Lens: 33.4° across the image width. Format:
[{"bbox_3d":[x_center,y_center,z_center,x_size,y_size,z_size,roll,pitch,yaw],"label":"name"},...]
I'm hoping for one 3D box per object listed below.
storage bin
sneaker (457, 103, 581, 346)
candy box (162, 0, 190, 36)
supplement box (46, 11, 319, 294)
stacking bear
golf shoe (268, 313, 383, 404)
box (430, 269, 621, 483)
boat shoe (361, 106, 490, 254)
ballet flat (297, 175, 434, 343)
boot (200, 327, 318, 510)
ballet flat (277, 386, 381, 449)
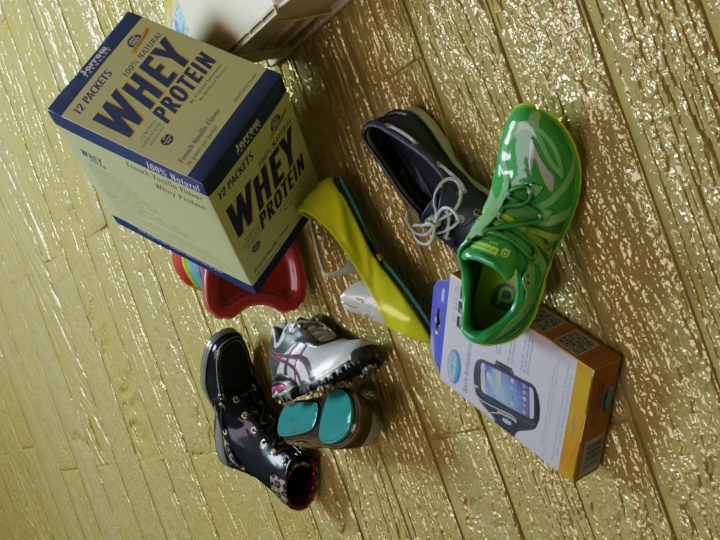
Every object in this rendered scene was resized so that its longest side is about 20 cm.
[{"bbox_3d":[-0.112,-0.318,1.157,0.198,0.093,0.203,-24,87,56],"label":"storage bin"},{"bbox_3d":[0.124,-0.030,0.955,0.073,0.083,0.203,17,109,23],"label":"sneaker"},{"bbox_3d":[-0.198,-0.239,1.382,0.103,0.026,0.202,53,143,29],"label":"candy box"},{"bbox_3d":[-0.167,-0.115,1.192,0.198,0.135,0.201,25,157,24],"label":"supplement box"},{"bbox_3d":[-0.158,-0.016,1.372,0.199,0.120,0.116,9,103,62],"label":"stacking bear"},{"bbox_3d":[-0.050,0.090,1.300,0.199,0.076,0.090,-21,82,56],"label":"golf shoe"},{"bbox_3d":[0.137,0.081,1.060,0.199,0.041,0.121,38,135,42],"label":"box"},{"bbox_3d":[0.073,-0.061,1.053,0.201,0.061,0.075,57,139,16],"label":"boat shoe"},{"bbox_3d":[0.000,0.000,1.179,0.202,0.066,0.067,59,179,19],"label":"ballet flat"},{"bbox_3d":[-0.118,0.181,1.448,0.153,0.073,0.206,28,133,42],"label":"boot"},{"bbox_3d":[-0.022,0.169,1.305,0.199,0.071,0.069,-23,51,60],"label":"ballet flat"}]
